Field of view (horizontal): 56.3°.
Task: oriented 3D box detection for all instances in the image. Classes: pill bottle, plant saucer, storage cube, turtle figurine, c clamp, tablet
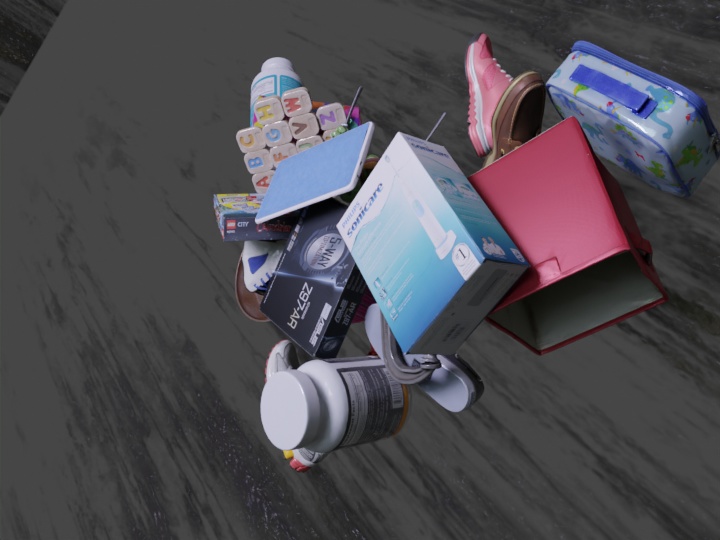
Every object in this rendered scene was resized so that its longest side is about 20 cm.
[{"bbox_3d":[-0.157,-0.306,1.289,0.109,0.110,0.206,-20,59,31],"label":"pill bottle"},{"bbox_3d":[-0.144,-0.004,1.198,0.196,0.036,0.206,-17,61,33],"label":"plant saucer"},{"bbox_3d":[0.232,-0.033,0.805,0.197,0.170,0.184,-28,55,27],"label":"storage cube"},{"bbox_3d":[0.024,-0.185,1.034,0.201,0.143,0.195,-49,14,22],"label":"turtle figurine"},{"bbox_3d":[-0.030,0.177,0.900,0.114,0.197,0.120,-3,86,44],"label":"pill bottle"},{"bbox_3d":[0.069,0.047,0.850,0.169,0.026,0.207,5,96,56],"label":"c clamp"},{"bbox_3d":[-0.068,-0.139,0.979,0.196,0.014,0.133,-15,45,38],"label":"tablet"}]

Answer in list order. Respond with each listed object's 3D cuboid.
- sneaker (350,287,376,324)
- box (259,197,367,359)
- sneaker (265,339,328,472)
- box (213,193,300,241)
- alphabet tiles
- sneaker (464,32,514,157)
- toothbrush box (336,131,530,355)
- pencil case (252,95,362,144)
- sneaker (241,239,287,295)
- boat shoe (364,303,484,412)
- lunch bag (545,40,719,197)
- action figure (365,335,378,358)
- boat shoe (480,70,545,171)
[{"bbox_3d":[0.000,0.000,1.040,0.087,0.081,0.203,-20,37,43],"label":"sneaker"},{"bbox_3d":[-0.056,0.002,0.970,0.159,0.043,0.204,32,100,46],"label":"box"},{"bbox_3d":[-0.088,0.201,1.045,0.081,0.077,0.204,-30,64,20],"label":"sneaker"},{"bbox_3d":[-0.134,-0.090,1.094,0.137,0.194,0.039,-129,40,-61],"label":"box"},{"bbox_3d":[-0.106,-0.203,1.141,0.190,0.204,0.015,-12,34,8],"label":"alphabet tiles"},{"bbox_3d":[0.206,-0.267,1.011,0.084,0.074,0.206,-8,70,22],"label":"sneaker"},{"bbox_3d":[0.073,-0.030,0.760,0.148,0.084,0.202,-54,49,30],"label":"toothbrush box"},{"bbox_3d":[-0.094,-0.251,1.166,0.193,0.089,0.091,5,69,-2],"label":"pencil case"},{"bbox_3d":[-0.132,-0.006,1.122,0.196,0.080,0.119,20,97,38],"label":"sneaker"},{"bbox_3d":[0.089,0.112,0.919,0.198,0.065,0.072,36,116,32],"label":"boat shoe"},{"bbox_3d":[0.323,-0.182,0.801,0.083,0.159,0.200,-51,47,8],"label":"lunch bag"},{"bbox_3d":[0.067,0.061,0.986,0.202,0.051,0.066,-53,42,15],"label":"action figure"},{"bbox_3d":[0.212,-0.166,0.889,0.070,0.203,0.068,-20,54,-19],"label":"boat shoe"}]
